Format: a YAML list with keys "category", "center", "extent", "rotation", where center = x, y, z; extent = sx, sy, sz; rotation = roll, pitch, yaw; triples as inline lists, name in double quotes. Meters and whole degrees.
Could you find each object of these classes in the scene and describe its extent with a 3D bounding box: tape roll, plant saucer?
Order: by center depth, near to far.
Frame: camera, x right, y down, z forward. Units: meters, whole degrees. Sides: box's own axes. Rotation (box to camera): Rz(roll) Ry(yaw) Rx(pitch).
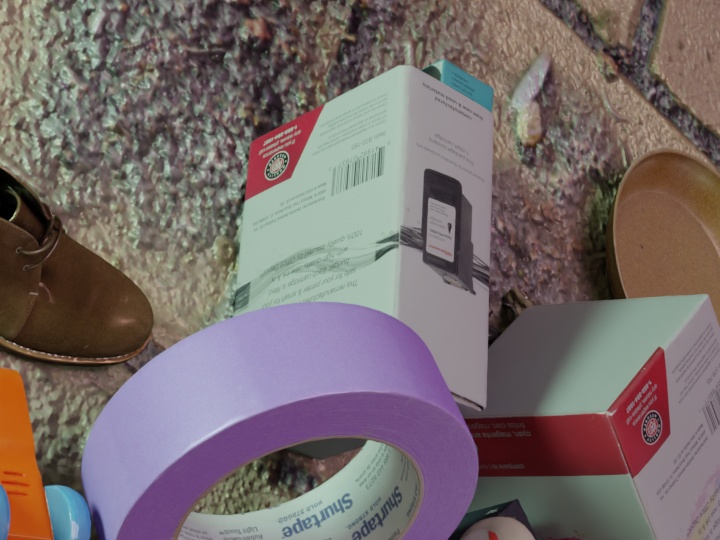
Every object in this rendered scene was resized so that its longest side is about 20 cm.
- category: "tape roll"
  center: [-0.042, 0.109, 0.964]
  extent: [0.200, 0.200, 0.066]
  rotation: [18, 33, -38]
- category: "plant saucer"
  center: [0.249, 0.006, 1.416]
  extent: [0.200, 0.035, 0.201]
  rotation: [19, 60, -38]

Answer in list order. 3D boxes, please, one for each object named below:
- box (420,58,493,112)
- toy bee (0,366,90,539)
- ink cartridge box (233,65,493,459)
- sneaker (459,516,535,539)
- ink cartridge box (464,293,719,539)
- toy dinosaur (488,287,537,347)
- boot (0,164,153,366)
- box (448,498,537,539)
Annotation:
- category: "box"
  center: [0.036, -0.032, 1.193]
  extent: [0.049, 0.082, 0.200]
  rotation: [26, 57, -35]
- category: "toy bee"
  center: [-0.192, 0.147, 0.904]
  extent: [0.131, 0.109, 0.200]
  rotation: [31, 28, -28]
- category: "ink cartridge box"
  center: [0.000, 0.000, 1.100]
  extent: [0.083, 0.145, 0.200]
  rotation: [25, 57, -38]
- category: "sneaker"
  center: [0.037, 0.197, 0.960]
  extent: [0.093, 0.070, 0.200]
  rotation: [47, 50, -27]
- category: "ink cartridge box"
  center: [0.164, 0.138, 1.177]
  extent: [0.145, 0.144, 0.200]
  rotation: [-42, 117, -44]
- category: "toy dinosaur"
  center: [0.074, 0.064, 1.220]
  extent: [0.088, 0.047, 0.200]
  rotation: [52, 49, -25]
- category: "boot"
  center: [-0.182, -0.007, 0.982]
  extent: [0.200, 0.075, 0.074]
  rotation: [30, 53, -33]
- category: "box"
  center: [0.043, 0.263, 1.065]
  extent: [0.200, 0.104, 0.182]
  rotation: [-30, 96, -46]
